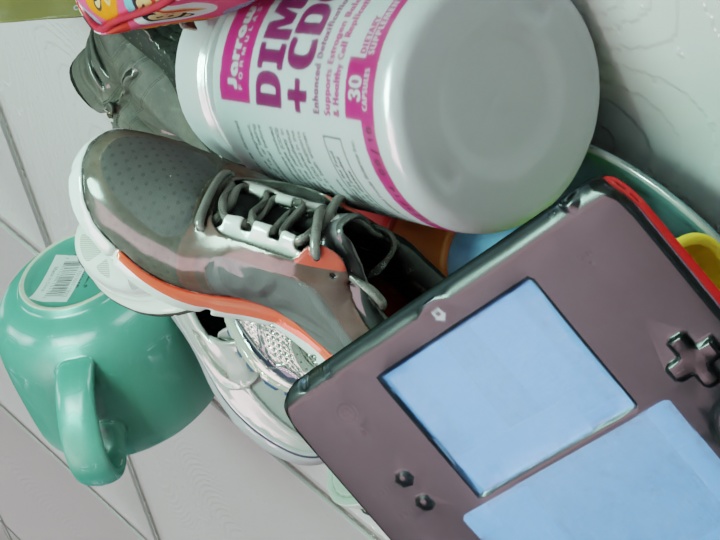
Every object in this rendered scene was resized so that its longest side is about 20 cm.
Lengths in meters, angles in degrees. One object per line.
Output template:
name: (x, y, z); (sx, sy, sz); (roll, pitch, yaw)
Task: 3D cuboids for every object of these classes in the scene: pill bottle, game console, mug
pill bottle: (0.003, -0.084, 0.856); (0.199, 0.113, 0.114); (14, 139, 55)
game console: (0.085, 0.074, 0.778); (0.177, 0.031, 0.200); (47, 126, -11)
mug: (-0.176, 0.048, 1.350); (0.185, 0.151, 0.115); (41, 157, 50)

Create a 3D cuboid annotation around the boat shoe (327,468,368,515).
boat shoe: (0.061, 0.114, 1.139); (0.060, 0.076, 0.199); (18, 166, -34)

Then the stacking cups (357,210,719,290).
stacking cups: (0.071, -0.004, 0.845); (0.199, 0.060, 0.061); (17, 141, 48)

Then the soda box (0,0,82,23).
soda box: (-0.196, -0.174, 1.075); (0.200, 0.067, 0.065); (-153, 58, -71)

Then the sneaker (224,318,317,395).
sneaker: (-0.057, -0.001, 1.160); (0.200, 0.077, 0.085); (46, 154, 10)

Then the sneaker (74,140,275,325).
sneaker: (-0.098, -0.031, 0.957); (0.200, 0.076, 0.115); (7, 155, 44)

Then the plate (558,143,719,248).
plate: (0.134, 0.014, 0.882); (0.200, 0.026, 0.201); (40, 156, 22)

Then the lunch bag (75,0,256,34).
lunch bag: (-0.100, -0.205, 0.832); (0.176, 0.081, 0.202); (-4, 100, 62)

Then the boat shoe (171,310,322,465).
boat shoe: (-0.076, 0.043, 1.277); (0.201, 0.072, 0.066); (56, 163, 6)

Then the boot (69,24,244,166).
boot: (-0.095, -0.089, 1.089); (0.200, 0.067, 0.131); (51, 152, 20)

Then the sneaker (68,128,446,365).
sneaker: (-0.029, -0.015, 0.823); (0.199, 0.077, 0.082); (28, 145, -4)
